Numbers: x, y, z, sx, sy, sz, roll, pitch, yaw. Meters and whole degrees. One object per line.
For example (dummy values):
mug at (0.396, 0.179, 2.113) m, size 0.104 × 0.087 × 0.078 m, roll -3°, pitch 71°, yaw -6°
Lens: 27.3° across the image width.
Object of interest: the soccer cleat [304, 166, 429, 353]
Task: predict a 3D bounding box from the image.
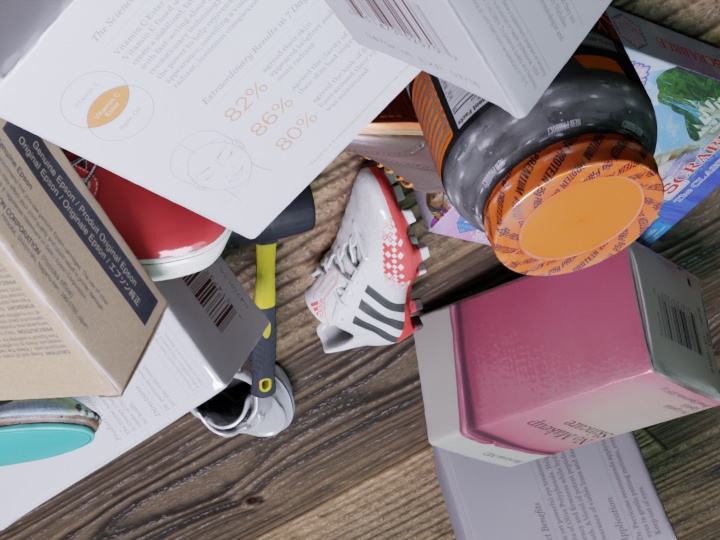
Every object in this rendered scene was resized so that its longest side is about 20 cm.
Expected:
soccer cleat at (0.000, 0.000, 1.061) m, size 0.085 × 0.069 × 0.200 m, roll -18°, pitch 151°, yaw -8°

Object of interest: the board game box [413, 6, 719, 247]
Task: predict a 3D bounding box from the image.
board game box at (0.173, -0.084, 1.044) m, size 0.199 × 0.041 × 0.200 m, roll 11°, pitch 137°, yaw -36°

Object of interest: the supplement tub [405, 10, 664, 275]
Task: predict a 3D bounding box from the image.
supplement tub at (0.089, -0.105, 0.831) m, size 0.122 × 0.201 × 0.123 m, roll -13°, pitch 147°, yaw -9°

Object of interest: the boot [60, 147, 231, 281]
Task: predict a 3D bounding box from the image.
boot at (-0.167, -0.071, 0.826) m, size 0.199 × 0.073 × 0.145 m, roll 13°, pitch 141°, yaw 4°

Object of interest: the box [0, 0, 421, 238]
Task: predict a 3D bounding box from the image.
box at (-0.089, -0.131, 0.773) m, size 0.152 × 0.107 × 0.200 m, roll -43°, pitch 140°, yaw 17°

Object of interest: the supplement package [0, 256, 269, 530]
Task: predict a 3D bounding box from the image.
supplement package at (-0.180, 0.057, 0.972) m, size 0.199 × 0.117 × 0.117 m, roll -31°, pitch 101°, yaw 20°

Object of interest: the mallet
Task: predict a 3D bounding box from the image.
mallet at (-0.077, 0.018, 1.043) m, size 0.065 × 0.041 × 0.201 m, roll -4°, pitch 132°, yaw -19°

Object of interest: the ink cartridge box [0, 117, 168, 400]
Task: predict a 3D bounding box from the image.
ink cartridge box at (-0.232, -0.006, 0.822) m, size 0.199 × 0.075 × 0.165 m, roll -5°, pitch 133°, yaw 31°

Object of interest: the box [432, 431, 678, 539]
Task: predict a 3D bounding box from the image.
box at (0.170, 0.220, 1.334) m, size 0.170 × 0.200 × 0.200 m, roll -16°, pitch 147°, yaw -3°

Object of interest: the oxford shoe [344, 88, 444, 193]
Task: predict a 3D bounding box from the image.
oxford shoe at (0.025, -0.080, 0.928) m, size 0.199 × 0.072 × 0.073 m, roll 3°, pitch 128°, yaw -11°

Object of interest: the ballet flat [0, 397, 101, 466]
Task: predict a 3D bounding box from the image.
ballet flat at (-0.249, 0.091, 0.903) m, size 0.199 × 0.075 × 0.074 m, roll -16°, pitch 148°, yaw 16°

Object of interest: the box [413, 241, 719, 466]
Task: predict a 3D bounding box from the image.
box at (0.159, 0.069, 1.151) m, size 0.199 × 0.110 × 0.128 m, roll -23°, pitch 153°, yaw 32°

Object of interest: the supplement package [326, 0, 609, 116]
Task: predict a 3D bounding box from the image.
supplement package at (0.071, -0.195, 0.676) m, size 0.200 × 0.117 × 0.117 m, roll -52°, pitch 140°, yaw -8°

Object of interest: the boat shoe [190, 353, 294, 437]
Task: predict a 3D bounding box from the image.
boat shoe at (-0.106, 0.097, 1.147) m, size 0.073 × 0.066 × 0.200 m, roll -28°, pitch 145°, yaw 13°
